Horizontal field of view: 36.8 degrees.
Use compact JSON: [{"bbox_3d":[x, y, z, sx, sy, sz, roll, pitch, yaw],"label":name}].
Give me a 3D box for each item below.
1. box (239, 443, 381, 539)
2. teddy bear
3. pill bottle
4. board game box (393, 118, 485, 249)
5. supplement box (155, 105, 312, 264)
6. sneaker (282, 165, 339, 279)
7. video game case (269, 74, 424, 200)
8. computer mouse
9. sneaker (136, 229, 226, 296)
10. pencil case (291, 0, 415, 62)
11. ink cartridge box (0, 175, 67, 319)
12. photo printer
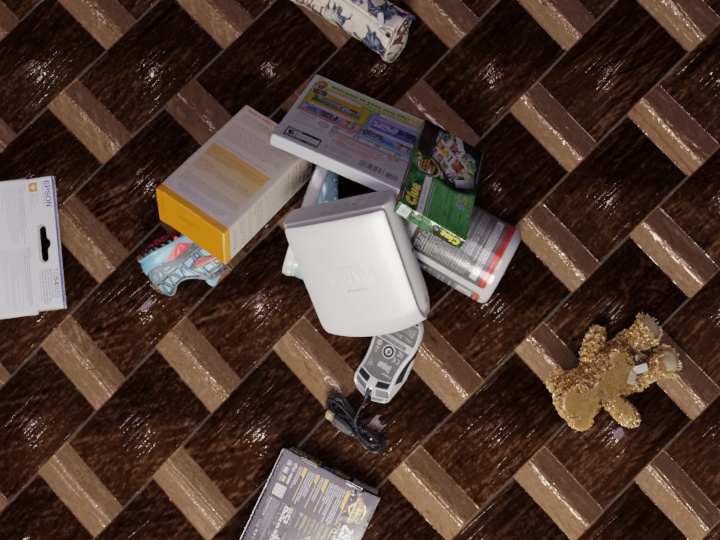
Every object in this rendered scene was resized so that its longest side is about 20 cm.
[{"bbox_3d":[-0.082,0.375,1.545,0.158,0.049,0.203,25,89,2],"label":"box"},{"bbox_3d":[0.357,0.146,1.527,0.145,0.067,0.200,42,84,-5],"label":"teddy bear"},{"bbox_3d":[0.116,-0.051,1.518,0.198,0.116,0.117,30,89,4],"label":"pill bottle"},{"bbox_3d":[0.110,-0.121,1.471,0.104,0.201,0.024,31,131,-10],"label":"board game box"},{"bbox_3d":[-0.172,-0.122,1.507,0.125,0.074,0.200,33,59,17],"label":"supplement box"},{"bbox_3d":[-0.047,-0.080,1.558,0.081,0.074,0.203,18,97,-3],"label":"sneaker"},{"bbox_3d":[-0.006,-0.190,1.517,0.197,0.183,0.022,23,131,4],"label":"video game case"},{"bbox_3d":[0.033,0.150,1.548,0.109,0.044,0.202,30,90,25],"label":"computer mouse"},{"bbox_3d":[-0.218,-0.029,1.571,0.197,0.079,0.097,-24,108,1],"label":"sneaker"},{"bbox_3d":[-0.019,-0.383,1.556,0.198,0.089,0.078,34,90,5],"label":"pencil case"},{"bbox_3d":[-0.532,-0.030,1.596,0.196,0.041,0.204,-6,87,3],"label":"ink cartridge box"},{"bbox_3d":[0.000,0.000,1.482,0.164,0.070,0.202,-9,119,22],"label":"photo printer"}]
